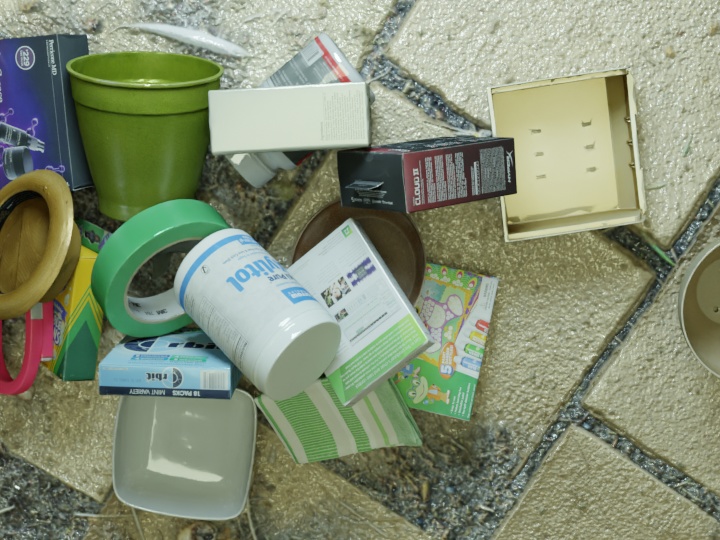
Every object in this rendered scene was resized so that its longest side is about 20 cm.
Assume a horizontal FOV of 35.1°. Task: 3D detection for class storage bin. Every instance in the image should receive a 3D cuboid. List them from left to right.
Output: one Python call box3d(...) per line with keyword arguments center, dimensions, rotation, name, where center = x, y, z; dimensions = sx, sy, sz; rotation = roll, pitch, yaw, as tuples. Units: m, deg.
box3d(center=(0.273, -0.156, 1.510), dimensions=(0.196, 0.094, 0.203), rotation=(-8, 98, 4), name="storage bin")

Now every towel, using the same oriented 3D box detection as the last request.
box3d(center=(-0.030, 0.202, 1.554), dimensions=(0.198, 0.024, 0.153), rotation=(-12, 128, 22), name="towel")

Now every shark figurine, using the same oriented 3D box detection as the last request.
box3d(center=(-0.313, -0.014, 1.558), dimensions=(0.214, 0.090, 0.129), rotation=(-38, 95, 5), name="shark figurine")

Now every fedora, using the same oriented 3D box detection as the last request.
box3d(center=(-0.417, -0.026, 1.460), dimensions=(0.199, 0.082, 0.203), rotation=(-13, 64, 28), name="fedora")

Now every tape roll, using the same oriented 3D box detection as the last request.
box3d(center=(-0.254, -0.001, 1.499), dimensions=(0.200, 0.200, 0.048), rotation=(-46, 59, 8), name="tape roll")

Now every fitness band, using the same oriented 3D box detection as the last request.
box3d(center=(-0.472, 0.068, 1.557), dimensions=(0.143, 0.037, 0.203), rotation=(-2, 87, 43), name="fitness band")

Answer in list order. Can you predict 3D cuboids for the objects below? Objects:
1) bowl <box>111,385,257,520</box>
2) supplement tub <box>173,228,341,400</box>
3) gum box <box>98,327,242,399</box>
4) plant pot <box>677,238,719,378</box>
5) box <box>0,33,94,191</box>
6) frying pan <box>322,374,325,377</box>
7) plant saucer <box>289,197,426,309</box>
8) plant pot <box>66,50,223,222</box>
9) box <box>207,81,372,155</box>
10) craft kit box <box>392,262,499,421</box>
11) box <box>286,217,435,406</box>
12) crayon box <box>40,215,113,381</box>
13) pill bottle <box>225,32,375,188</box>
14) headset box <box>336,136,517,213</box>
box3d(center=(-0.244, 0.240, 1.602), dimensions=(0.197, 0.075, 0.202), rotation=(8, 99, 0), name="bowl")
box3d(center=(-0.133, 0.053, 1.447), dimensions=(0.200, 0.132, 0.133), rotation=(41, 100, 27), name="supplement tub")
box3d(center=(-0.242, 0.120, 1.518), dimensions=(0.168, 0.200, 0.045), rotation=(2, 100, 2), name="gum box")
box3d(center=(0.509, 0.039, 1.513), dimensions=(0.197, 0.135, 0.203), rotation=(0, 99, 2), name="plant pot")
box3d(center=(-0.430, -0.207, 1.516), dimensions=(0.139, 0.079, 0.203), rotation=(-1, 99, 17), name="box")
box3d(center=(0.030, 0.110, 1.597), dimensions=(0.188, 0.031, 0.116), rotation=(-22, 98, 8), name="frying pan")
box3d(center=(0.000, 0.000, 1.524), dimensions=(0.198, 0.037, 0.203), rotation=(-4, 81, 22), name="plant saucer")
box3d(center=(-0.279, -0.170, 1.488), dimensions=(0.198, 0.201, 0.195), rotation=(4, 111, 1), name="plant pot")
box3d(center=(-0.085, -0.188, 1.413), dimensions=(0.197, 0.068, 0.083), rotation=(-1, 96, 5), name="box")
box3d(center=(0.075, 0.087, 1.559), dimensions=(0.195, 0.049, 0.203), rotation=(12, 86, 3), name="craft kit box")
box3d(center=(-0.012, 0.054, 1.482), dimensions=(0.144, 0.036, 0.201), rotation=(-37, 68, 14), name="box")
box3d(center=(-0.396, 0.035, 1.547), dimensions=(0.051, 0.125, 0.203), rotation=(2, 102, -38), name="crayon box")
box3d(center=(-0.088, -0.207, 1.503), dimensions=(0.199, 0.114, 0.114), rotation=(-39, 96, 8), name="pill bottle")
box3d(center=(0.076, -0.123, 1.442), dimensions=(0.198, 0.148, 0.078), rotation=(-13, 103, -33), name="headset box")
